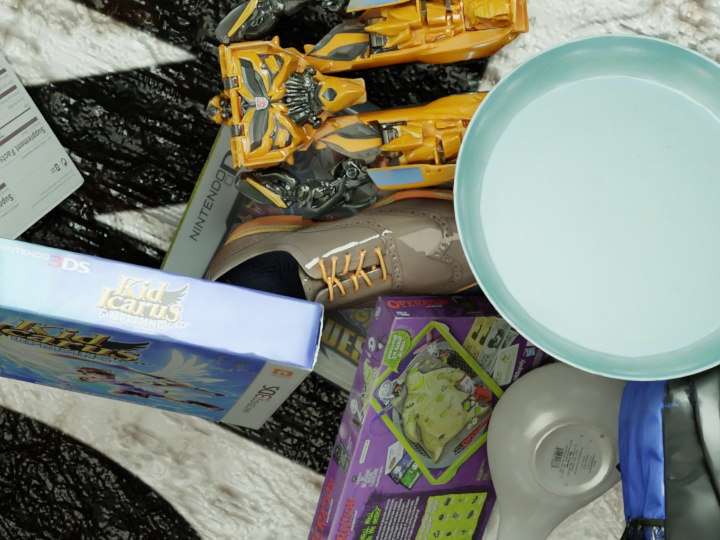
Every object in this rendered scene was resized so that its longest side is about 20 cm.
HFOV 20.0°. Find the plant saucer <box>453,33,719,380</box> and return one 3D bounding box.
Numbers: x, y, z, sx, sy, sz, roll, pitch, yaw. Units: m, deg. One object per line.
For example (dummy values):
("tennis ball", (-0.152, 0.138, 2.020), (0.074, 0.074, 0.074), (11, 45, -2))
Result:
("plant saucer", (0.148, -0.034, 1.136), (0.200, 0.200, 0.027), (35, 162, 3))

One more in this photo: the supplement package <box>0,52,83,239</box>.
("supplement package", (-0.310, -0.034, 1.318), (0.200, 0.156, 0.111), (-28, 101, 28))

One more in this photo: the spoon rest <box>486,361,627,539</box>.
("spoon rest", (0.116, 0.147, 1.296), (0.099, 0.061, 0.201), (13, 110, -10))

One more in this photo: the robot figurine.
("robot figurine", (0.003, -0.107, 1.203), (0.199, 0.058, 0.146), (-7, 93, 12))

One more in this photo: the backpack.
("backpack", (0.219, 0.135, 1.179), (0.162, 0.168, 0.201), (-3, 85, -14))

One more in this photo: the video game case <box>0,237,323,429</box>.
("video game case", (-0.138, 0.043, 1.253), (0.199, 0.046, 0.181), (12, 162, -10))

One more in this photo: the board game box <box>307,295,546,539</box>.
("board game box", (0.042, 0.105, 1.280), (0.032, 0.120, 0.201), (48, 131, 45))

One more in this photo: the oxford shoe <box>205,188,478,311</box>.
("oxford shoe", (0.000, 0.000, 1.235), (0.199, 0.073, 0.072), (-10, 109, 23))

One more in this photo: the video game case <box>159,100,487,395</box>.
("video game case", (-0.012, -0.018, 1.288), (0.200, 0.026, 0.181), (30, 120, 6))
